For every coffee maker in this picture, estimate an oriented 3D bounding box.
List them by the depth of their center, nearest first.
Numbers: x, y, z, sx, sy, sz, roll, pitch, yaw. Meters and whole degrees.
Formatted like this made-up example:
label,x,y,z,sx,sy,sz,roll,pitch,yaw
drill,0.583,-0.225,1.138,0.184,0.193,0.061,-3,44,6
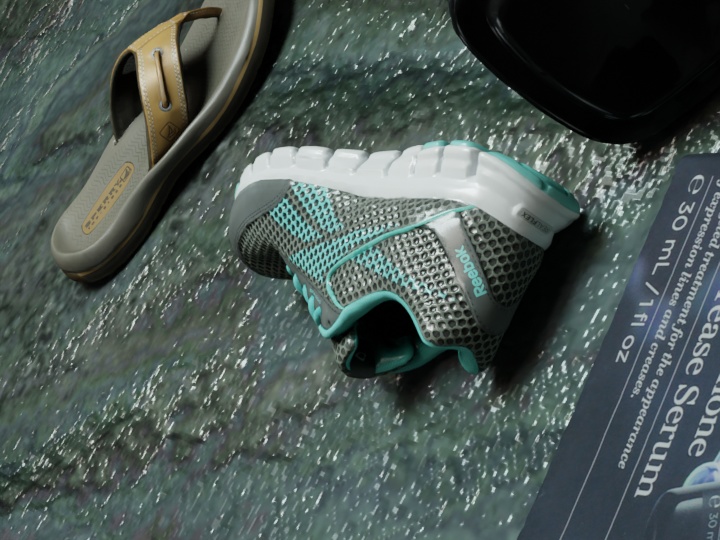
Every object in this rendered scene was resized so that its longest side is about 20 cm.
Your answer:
label,x,y,z,sx,sy,sz,roll,pitch,yaw
coffee maker,0.086,-0.147,0.919,0.200,0.134,0.192,-96,25,-49

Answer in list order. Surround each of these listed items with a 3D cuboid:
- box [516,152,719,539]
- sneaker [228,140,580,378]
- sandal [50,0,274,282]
label,x,y,z,sx,sy,sz,roll,pitch,yaw
box,0.159,0.054,0.616,0.200,0.107,0.149,1,61,55
sneaker,0.000,0.000,0.933,0.200,0.077,0.091,-3,63,56
sandal,-0.111,-0.088,1.190,0.200,0.055,0.082,-54,30,4
